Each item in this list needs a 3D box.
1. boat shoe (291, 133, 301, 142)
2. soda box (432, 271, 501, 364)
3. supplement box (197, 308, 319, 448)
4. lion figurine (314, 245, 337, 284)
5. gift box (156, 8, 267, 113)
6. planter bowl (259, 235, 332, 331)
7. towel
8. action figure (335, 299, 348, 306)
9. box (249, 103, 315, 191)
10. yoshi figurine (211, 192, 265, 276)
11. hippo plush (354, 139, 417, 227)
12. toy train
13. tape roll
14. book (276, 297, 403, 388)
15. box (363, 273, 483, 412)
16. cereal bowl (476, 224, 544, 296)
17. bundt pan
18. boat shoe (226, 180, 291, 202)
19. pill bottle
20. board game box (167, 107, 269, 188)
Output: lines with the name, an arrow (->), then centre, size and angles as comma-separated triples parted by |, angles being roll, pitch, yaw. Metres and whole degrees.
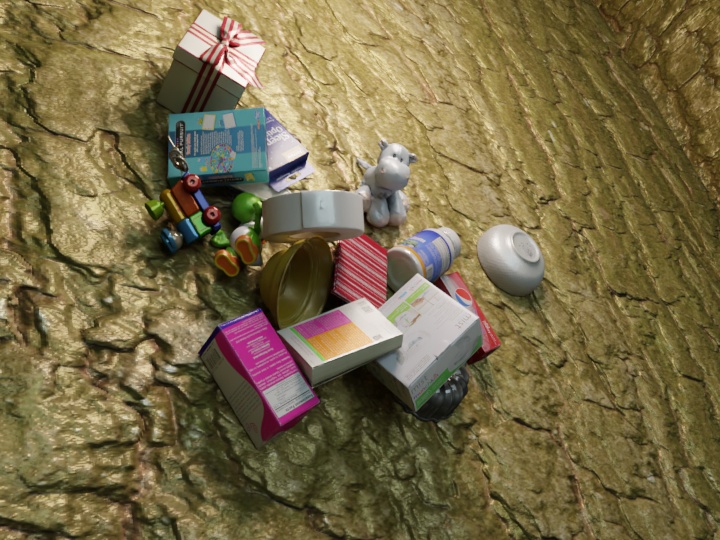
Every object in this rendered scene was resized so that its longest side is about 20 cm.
boat shoe -> -0.224, -0.290, 1.601 | 0.200, 0.075, 0.075 | -14, 60, -41
soda box -> 0.235, 0.107, 1.640 | 0.069, 0.063, 0.202 | -14, 67, -42
supplement box -> -0.178, 0.186, 1.250 | 0.102, 0.101, 0.202 | -21, 73, -45
lion figurine -> -0.092, -0.056, 1.532 | 0.121, 0.073, 0.200 | -23, 58, -34
gift box -> -0.307, -0.432, 1.565 | 0.197, 0.187, 0.187 | 24, 47, -17
planter bowl -> -0.137, 0.024, 1.385 | 0.082, 0.204, 0.200 | 15, 37, 24
towel -> 0.000, 0.000, 1.486 | 0.144, 0.022, 0.203 | 33, 42, -29
action figure -> -0.023, 0.051, 1.489 | 0.051, 0.066, 0.201 | 19, 36, 7
box -> -0.195, -0.264, 1.530 | 0.120, 0.033, 0.200 | -33, 72, -35
yoshi figurine -> -0.232, -0.085, 1.412 | 0.110, 0.114, 0.201 | 13, 31, -2
hippo plush -> 0.078, -0.214, 1.698 | 0.157, 0.161, 0.202 | 26, 46, -16
toy train -> -0.358, -0.139, 1.356 | 0.115, 0.084, 0.202 | -33, 94, -23
tape roll -> -0.091, -0.100, 1.380 | 0.199, 0.201, 0.072 | 1, 84, -35
book -> -0.038, 0.123, 1.318 | 0.197, 0.049, 0.133 | -19, 41, -29
box -> 0.109, 0.135, 1.396 | 0.199, 0.098, 0.176 | -41, 52, -18
cereal bowl -> 0.402, -0.040, 1.861 | 0.197, 0.083, 0.203 | 20, 47, -23
bundt pan -> 0.146, 0.204, 1.492 | 0.199, 0.076, 0.205 | 20, 48, -23
boat shoe -> -0.234, -0.175, 1.510 | 0.197, 0.062, 0.076 | 25, 54, -8
pill bottle -> 0.146, -0.030, 1.643 | 0.113, 0.112, 0.199 | 51, 44, 9
board game box -> -0.288, -0.248, 1.459 | 0.195, 0.047, 0.154 | -5, 66, -3
